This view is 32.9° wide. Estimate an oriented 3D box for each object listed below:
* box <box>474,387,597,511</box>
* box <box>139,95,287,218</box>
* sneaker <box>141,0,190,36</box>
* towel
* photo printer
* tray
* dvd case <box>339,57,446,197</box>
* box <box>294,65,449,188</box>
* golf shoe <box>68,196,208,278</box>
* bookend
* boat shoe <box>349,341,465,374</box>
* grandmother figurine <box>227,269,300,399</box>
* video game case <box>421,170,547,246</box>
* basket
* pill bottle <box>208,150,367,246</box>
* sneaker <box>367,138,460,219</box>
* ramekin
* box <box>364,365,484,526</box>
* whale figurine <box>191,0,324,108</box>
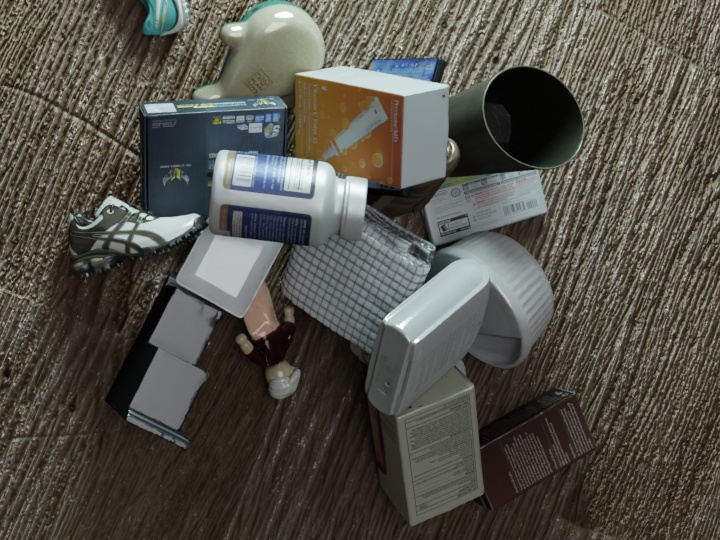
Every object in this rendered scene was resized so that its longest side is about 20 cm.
[{"bbox_3d":[0.250,0.270,1.857,0.199,0.075,0.101,-26,100,-18],"label":"box"},{"bbox_3d":[-0.202,-0.153,1.667,0.198,0.051,0.159,-5,120,-19],"label":"box"},{"bbox_3d":[-0.295,-0.416,1.648,0.079,0.077,0.202,-22,99,-8],"label":"sneaker"},{"bbox_3d":[0.000,0.000,1.689,0.199,0.085,0.167,31,117,19],"label":"towel"},{"bbox_3d":[0.097,0.084,1.645,0.069,0.167,0.200,35,50,22],"label":"photo printer"},{"bbox_3d":[-0.159,-0.048,1.653,0.107,0.022,0.201,29,84,-11],"label":"tray"},{"bbox_3d":[0.043,-0.205,1.733,0.017,0.142,0.202,21,82,-42],"label":"dvd case"},{"bbox_3d":[0.013,-0.196,1.638,0.097,0.199,0.126,-19,117,-45],"label":"box"},{"bbox_3d":[-0.302,-0.058,1.617,0.198,0.078,0.095,-15,94,11],"label":"golf shoe"},{"bbox_3d":[-0.242,0.114,1.614,0.092,0.198,0.202,28,81,-17],"label":"bookend"},{"bbox_3d":[0.069,0.134,1.794,0.199,0.065,0.073,17,86,-36],"label":"boat shoe"},{"bbox_3d":[-0.134,0.086,1.723,0.121,0.060,0.202,-28,106,-37],"label":"grandmother figurine"},{"bbox_3d":[0.174,-0.150,1.845,0.198,0.022,0.184,-16,97,-17],"label":"video game case"},{"bbox_3d":[0.182,-0.199,1.718,0.179,0.199,0.138,11,81,-32],"label":"basket"},{"bbox_3d":[-0.093,-0.091,1.587,0.198,0.111,0.112,7,89,-2],"label":"pill bottle"},{"bbox_3d":[0.077,-0.126,1.736,0.075,0.199,0.071,22,54,-40],"label":"sneaker"},{"bbox_3d":[0.192,0.035,1.771,0.094,0.202,0.203,-37,103,-26],"label":"ramekin"},{"bbox_3d":[0.093,0.239,1.744,0.127,0.109,0.202,-19,123,-19],"label":"box"},{"bbox_3d":[-0.145,-0.289,1.700,0.200,0.104,0.159,-41,126,9],"label":"whale figurine"}]
